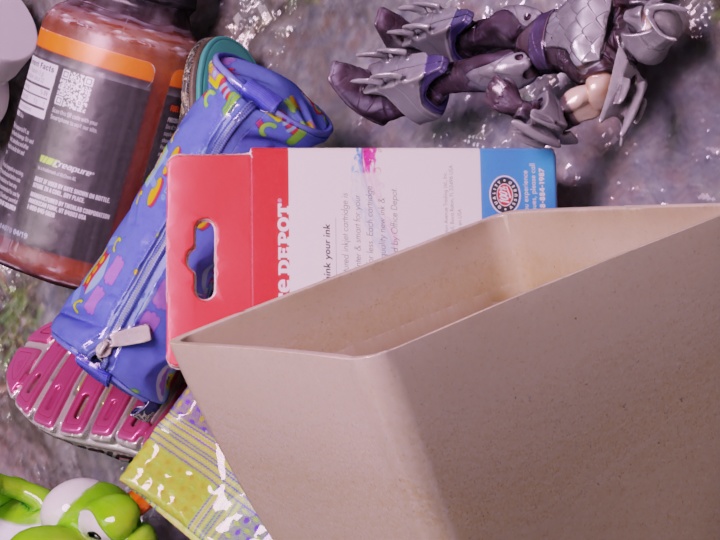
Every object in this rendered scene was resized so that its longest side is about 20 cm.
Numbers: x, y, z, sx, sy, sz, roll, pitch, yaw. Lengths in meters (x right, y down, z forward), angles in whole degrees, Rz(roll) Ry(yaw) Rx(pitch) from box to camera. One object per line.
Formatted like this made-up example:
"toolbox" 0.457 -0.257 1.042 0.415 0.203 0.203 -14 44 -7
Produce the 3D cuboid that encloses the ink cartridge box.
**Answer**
"ink cartridge box" 0.000 0.000 1.188 0.067 0.199 0.117 108 161 -79

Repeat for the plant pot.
"plant pot" 0.060 0.085 1.037 0.199 0.199 0.178 0 108 61

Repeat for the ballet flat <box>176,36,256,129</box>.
"ballet flat" -0.071 -0.039 1.349 0.075 0.068 0.201 -45 59 40

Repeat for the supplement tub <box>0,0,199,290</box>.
"supplement tub" -0.155 -0.092 1.406 0.107 0.107 0.201 23 98 43

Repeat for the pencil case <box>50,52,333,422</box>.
"pencil case" -0.095 -0.020 1.266 0.078 0.087 0.201 32 98 1

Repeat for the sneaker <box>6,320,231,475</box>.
"sneaker" -0.123 0.090 1.352 0.199 0.088 0.074 16 67 34

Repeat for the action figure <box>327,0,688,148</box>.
"action figure" 0.085 -0.116 1.198 0.199 0.069 0.131 -7 49 40

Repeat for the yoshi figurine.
"yoshi figurine" -0.198 0.171 1.374 0.200 0.112 0.113 -14 59 56

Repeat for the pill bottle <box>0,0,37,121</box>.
"pill bottle" -0.306 -0.111 1.545 0.200 0.111 0.111 -42 57 30

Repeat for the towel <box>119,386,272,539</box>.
"towel" -0.024 0.072 1.248 0.143 0.023 0.200 36 88 20
